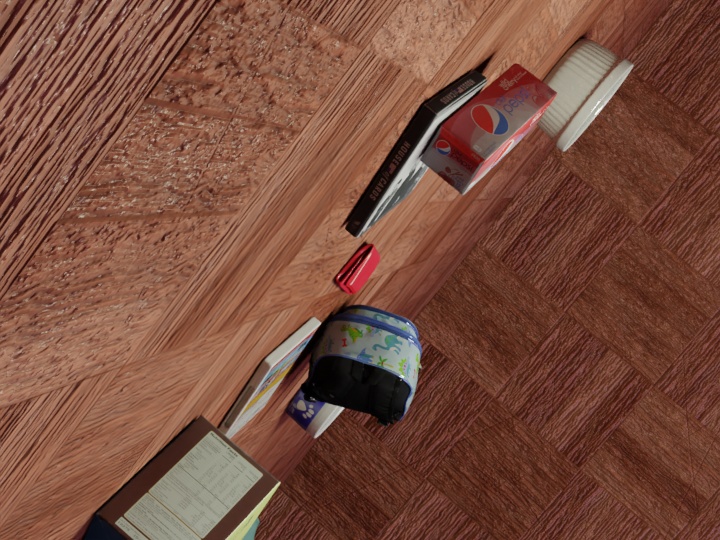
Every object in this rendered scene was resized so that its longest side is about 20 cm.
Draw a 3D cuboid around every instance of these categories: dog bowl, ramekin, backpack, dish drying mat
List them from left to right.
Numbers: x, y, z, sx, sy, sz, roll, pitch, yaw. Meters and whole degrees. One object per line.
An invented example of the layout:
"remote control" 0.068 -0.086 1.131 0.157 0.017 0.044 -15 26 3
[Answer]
"dog bowl" -0.054 0.229 2.381 0.200 0.079 0.200 -49 173 -8
"dish drying mat" 0.000 0.000 1.776 0.077 0.018 0.200 -51 173 -2
"backpack" 0.011 0.142 1.968 0.200 0.183 0.147 107 0 -64
"ramekin" 0.392 -0.325 2.199 0.200 0.105 0.200 -50 173 -9

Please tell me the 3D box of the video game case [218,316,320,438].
"video game case" -0.140 0.165 1.759 0.200 0.017 0.143 -55 171 36

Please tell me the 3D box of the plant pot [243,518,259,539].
"plant pot" -0.248 0.420 1.774 0.200 0.200 0.188 111 4 -69

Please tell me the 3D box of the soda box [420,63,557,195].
"soda box" 0.156 -0.173 1.447 0.200 0.070 0.063 -44 169 -44

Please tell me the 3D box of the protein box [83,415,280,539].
"protein box" -0.236 0.327 1.511 0.200 0.135 0.199 -43 169 -44

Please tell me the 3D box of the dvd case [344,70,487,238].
"dvd case" 0.066 -0.139 1.444 0.150 0.025 0.200 -41 167 -53
